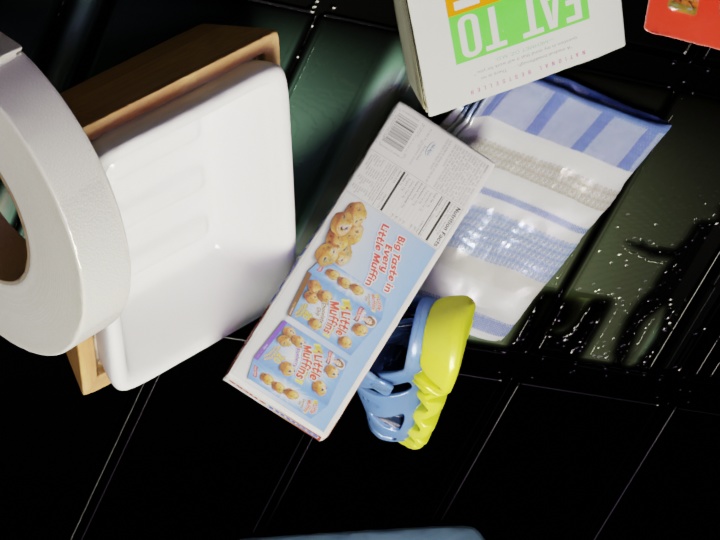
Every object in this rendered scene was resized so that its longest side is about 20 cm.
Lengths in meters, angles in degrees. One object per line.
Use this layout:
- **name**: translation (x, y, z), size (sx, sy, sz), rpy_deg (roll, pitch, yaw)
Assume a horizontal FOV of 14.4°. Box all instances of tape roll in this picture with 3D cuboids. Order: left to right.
- **tape roll**: translation (-0.204, -0.047, 1.604), size (0.037, 0.203, 0.203), rpy_deg (-32, 140, -29)

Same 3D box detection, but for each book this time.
- **book**: translation (0.081, -0.198, 1.659), size (0.133, 0.048, 0.200), rpy_deg (-18, 132, -6)

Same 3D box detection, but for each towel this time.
- **towel**: translation (0.087, -0.041, 1.813), size (0.147, 0.024, 0.200), rpy_deg (19, 123, -31)

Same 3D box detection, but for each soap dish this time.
- **soap dish**: translation (-0.117, -0.040, 1.680), size (0.157, 0.081, 0.200), rpy_deg (-30, 140, -27)

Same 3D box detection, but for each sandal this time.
- **sandal**: translation (0.020, 0.055, 1.819), size (0.087, 0.080, 0.200), rpy_deg (15, 157, 1)

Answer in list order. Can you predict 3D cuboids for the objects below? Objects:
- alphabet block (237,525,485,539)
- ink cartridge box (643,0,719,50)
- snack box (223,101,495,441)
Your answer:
- **alphabet block**: translation (0.002, 0.318, 1.994), size (0.195, 0.197, 0.200), rpy_deg (-2, 132, -13)
- **ink cartridge box**: translation (0.254, -0.219, 1.612), size (0.162, 0.057, 0.200), rpy_deg (11, 84, -26)
- **snack box**: translation (0.000, 0.000, 1.723), size (0.072, 0.024, 0.200), rpy_deg (33, 79, -4)
